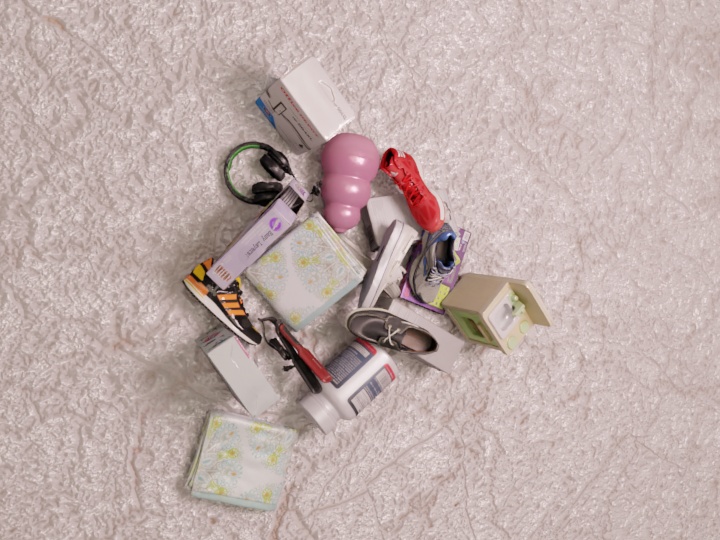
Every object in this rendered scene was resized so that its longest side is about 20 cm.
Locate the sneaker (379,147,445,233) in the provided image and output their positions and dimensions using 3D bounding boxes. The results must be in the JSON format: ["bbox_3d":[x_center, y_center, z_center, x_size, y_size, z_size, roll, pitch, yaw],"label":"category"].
[{"bbox_3d":[0.095,-0.169,1.416,0.115,0.078,0.201,14,43,-48],"label":"sneaker"}]

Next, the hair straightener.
[{"bbox_3d":[-0.146,0.173,1.380,0.200,0.041,0.077,45,115,13],"label":"hair straightener"}]

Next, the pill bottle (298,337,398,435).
[{"bbox_3d":[-0.028,0.240,1.426,0.200,0.119,0.120,-41,104,-16],"label":"pill bottle"}]

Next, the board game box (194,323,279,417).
[{"bbox_3d":[-0.239,0.186,1.299,0.064,0.200,0.148,-36,103,-17],"label":"board game box"}]

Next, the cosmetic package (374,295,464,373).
[{"bbox_3d":[0.114,0.140,1.488,0.199,0.107,0.091,29,82,-21],"label":"cosmetic package"}]

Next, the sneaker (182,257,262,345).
[{"bbox_3d":[-0.255,0.062,1.361,0.200,0.070,0.090,44,79,-14],"label":"sneaker"}]

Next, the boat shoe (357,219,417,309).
[{"bbox_3d":[0.060,-0.001,1.409,0.069,0.071,0.201,24,87,-13],"label":"boat shoe"}]

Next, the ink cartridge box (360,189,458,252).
[{"bbox_3d":[0.107,-0.111,1.497,0.198,0.050,0.110,-10,77,-22],"label":"ink cartridge box"}]

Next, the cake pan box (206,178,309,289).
[{"bbox_3d":[-0.186,-0.073,1.285,0.052,0.185,0.200,43,113,-14],"label":"cake pan box"}]

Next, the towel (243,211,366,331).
[{"bbox_3d":[-0.111,0.004,1.396,0.199,0.048,0.172,-38,101,6],"label":"towel"}]

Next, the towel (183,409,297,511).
[{"bbox_3d":[-0.240,0.385,1.385,0.198,0.048,0.173,19,85,-21],"label":"towel"}]

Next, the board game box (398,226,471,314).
[{"bbox_3d":[0.167,-0.014,1.547,0.119,0.032,0.202,23,83,-23],"label":"board game box"}]

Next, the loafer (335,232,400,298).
[{"bbox_3d":[0.000,0.000,1.464,0.200,0.070,0.070,40,83,-9],"label":"loafer"}]

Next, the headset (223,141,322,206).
[{"bbox_3d":[-0.176,-0.187,1.375,0.198,0.094,0.125,17,85,-9],"label":"headset"}]

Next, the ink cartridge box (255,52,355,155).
[{"bbox_3d":[-0.112,-0.319,1.341,0.084,0.200,0.146,-42,104,-15],"label":"ink cartridge box"}]

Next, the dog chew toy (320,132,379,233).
[{"bbox_3d":[-0.029,-0.178,1.418,0.123,0.124,0.202,10,90,-21],"label":"dog chew toy"}]

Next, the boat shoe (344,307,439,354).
[{"bbox_3d":[0.066,0.125,1.380,0.198,0.068,0.072,19,93,-17],"label":"boat shoe"}]

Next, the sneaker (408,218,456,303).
[{"bbox_3d":[0.159,-0.011,1.458,0.076,0.085,0.202,-6,120,-23],"label":"sneaker"}]

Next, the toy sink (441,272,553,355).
[{"bbox_3d":[0.295,0.097,1.492,0.112,0.199,0.131,-47,118,-20],"label":"toy sink"}]
